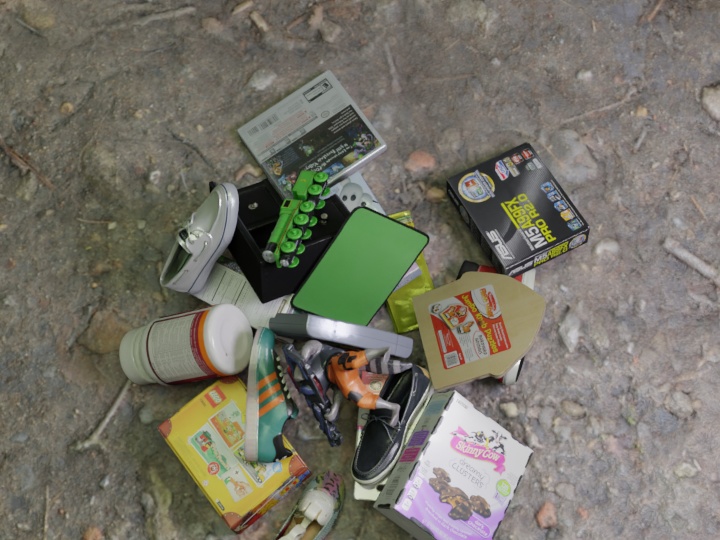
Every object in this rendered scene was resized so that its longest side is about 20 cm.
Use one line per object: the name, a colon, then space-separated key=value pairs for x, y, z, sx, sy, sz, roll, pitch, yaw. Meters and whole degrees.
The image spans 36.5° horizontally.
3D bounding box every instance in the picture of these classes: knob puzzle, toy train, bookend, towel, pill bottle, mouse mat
knob puzzle: x=0.191 y=0.086 z=1.678 sx=0.217 sy=0.031 sz=0.222 roll=-11 pitch=52 yaw=14
toy train: x=-0.096 y=-0.079 z=1.632 sx=0.056 sy=0.042 sz=0.201 roll=7 pitch=45 yaw=16
bookend: x=-0.108 y=-0.074 z=1.718 sx=0.198 sy=0.093 sz=0.199 roll=-19 pitch=50 yaw=-20
towel: x=0.069 y=0.001 z=1.797 sx=0.085 sy=0.018 sz=0.202 roll=-17 pitch=71 yaw=-1
pill bottle: x=-0.273 y=0.120 z=1.698 sx=0.198 sy=0.109 sz=0.111 roll=-13 pitch=68 yaw=32
mouse mat: x=0.000 y=0.000 z=1.690 sx=0.201 sy=0.160 sz=0.008 roll=-55 pitch=39 yaw=17

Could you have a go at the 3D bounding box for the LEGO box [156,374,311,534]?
LEGO box: x=-0.195 y=0.279 z=1.691 sx=0.148 sy=0.077 sz=0.200 roll=-37 pitch=73 yaw=-9

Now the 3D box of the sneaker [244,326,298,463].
sneaker: x=-0.131 y=0.186 z=1.639 sx=0.079 sy=0.071 sz=0.203 roll=3 pitch=85 yaw=-4

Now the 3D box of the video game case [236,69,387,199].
video game case: x=-0.084 y=-0.225 z=1.881 sx=0.199 sy=0.023 sz=0.183 roll=-34 pitch=72 yaw=-8

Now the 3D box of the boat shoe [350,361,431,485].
boat shoe: x=0.039 y=0.223 z=1.620 sx=0.074 sy=0.062 sz=0.201 roll=17 pitch=69 yaw=38

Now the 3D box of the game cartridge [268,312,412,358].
game cartridge: x=-0.025 y=0.100 z=1.661 sx=0.198 sy=0.133 sz=0.041 roll=15 pitch=77 yaw=-33

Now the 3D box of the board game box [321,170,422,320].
board game box: x=-0.034 y=-0.026 z=1.788 sx=0.199 sy=0.043 sz=0.200 roll=-32 pitch=71 yaw=1

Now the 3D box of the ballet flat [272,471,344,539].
ballet flat: x=-0.090 y=0.391 z=1.650 sx=0.069 sy=0.071 sz=0.201 roll=33 pitch=76 yaw=15

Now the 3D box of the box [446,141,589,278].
box: x=0.254 y=-0.098 z=1.774 sx=0.159 sy=0.044 sz=0.201 roll=-24 pitch=59 yaw=-10

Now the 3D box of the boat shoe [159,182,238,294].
boat shoe: x=-0.247 y=-0.045 z=1.663 sx=0.074 sy=0.066 sz=0.202 roll=48 pitch=123 yaw=41

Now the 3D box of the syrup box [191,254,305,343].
syrup box: x=-0.186 y=0.038 z=1.749 sx=0.198 sy=0.079 sz=0.082 roll=25 pitch=88 yaw=21

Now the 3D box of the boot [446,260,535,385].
boot: x=0.197 y=0.081 z=1.735 sx=0.142 sy=0.073 sz=0.202 roll=7 pitch=64 yaw=7

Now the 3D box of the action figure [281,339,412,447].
action figure: x=-0.024 y=0.165 z=1.584 sx=0.192 sy=0.201 sz=0.105 roll=11 pitch=46 yaw=32

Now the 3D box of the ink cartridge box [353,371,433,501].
ink cartridge box: x=0.052 y=0.260 z=1.685 sx=0.115 sy=0.068 sz=0.203 roll=4 pitch=71 yaw=5

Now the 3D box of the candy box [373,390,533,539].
candy box: x=0.140 y=0.307 z=1.611 sx=0.167 sy=0.071 sz=0.201 roll=37 pitch=66 yaw=-15
